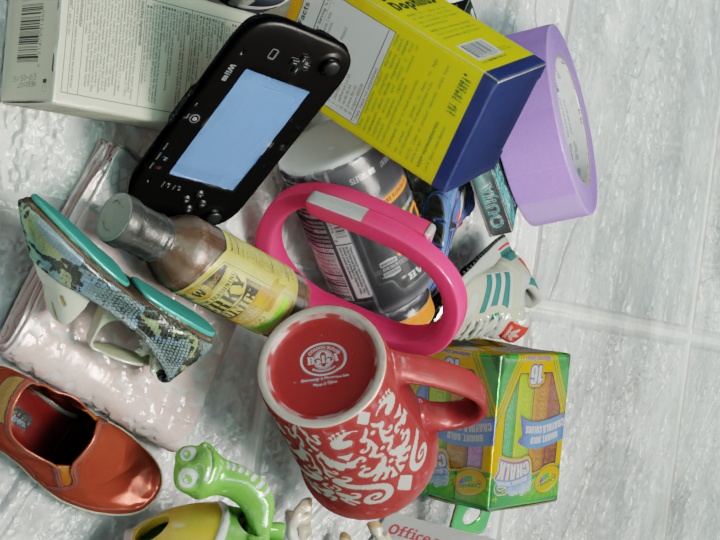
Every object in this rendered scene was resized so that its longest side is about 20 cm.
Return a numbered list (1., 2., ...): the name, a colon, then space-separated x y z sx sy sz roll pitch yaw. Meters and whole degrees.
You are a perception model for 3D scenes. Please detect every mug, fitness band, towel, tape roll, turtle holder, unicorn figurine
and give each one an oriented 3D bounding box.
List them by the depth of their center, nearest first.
1. turtle holder: -0.128 0.245 1.013 0.142 0.131 0.186 -86 -169 -46
2. towel: -0.176 0.025 1.031 0.200 0.032 0.192 40 66 -42
3. mug: 0.004 0.106 1.099 0.177 0.134 0.200 -38 151 -8
4. fitness band: 0.000 0.000 1.102 0.037 0.199 0.144 -54 162 -42
5. unicorn figurine: -0.042 0.284 1.156 0.198 0.074 0.138 13 51 -14
6. tape roll: 0.192 -0.151 1.330 0.200 0.065 0.202 -11 90 -71

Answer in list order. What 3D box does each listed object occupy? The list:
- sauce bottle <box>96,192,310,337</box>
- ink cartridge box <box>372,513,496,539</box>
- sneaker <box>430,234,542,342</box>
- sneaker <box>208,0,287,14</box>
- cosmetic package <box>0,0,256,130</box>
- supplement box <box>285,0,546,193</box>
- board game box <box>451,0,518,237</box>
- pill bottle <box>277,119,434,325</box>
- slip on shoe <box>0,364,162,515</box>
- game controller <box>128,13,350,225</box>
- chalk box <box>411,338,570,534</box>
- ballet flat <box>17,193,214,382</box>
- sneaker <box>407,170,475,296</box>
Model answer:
1. sauce bottle: -0.124 -0.004 1.015 0.199 0.064 0.065 29 73 -44
2. ink cartridge box: 0.049 0.349 1.230 0.201 0.147 0.086 -58 133 -27
3. sneaker: 0.129 0.039 1.294 0.093 0.070 0.200 48 36 2
4. sneaker: -0.114 -0.264 0.992 0.199 0.129 0.080 40 64 -43
5. cosmetic package: -0.169 -0.164 0.985 0.199 0.073 0.105 6 90 -48
6. supplement box: 0.037 -0.173 1.088 0.109 0.199 0.109 -29 150 -56
7. board game box: 0.118 -0.152 1.266 0.136 0.028 0.201 -68 141 -57
8. pill bottle: 0.006 -0.033 1.169 0.106 0.106 0.201 -44 125 -35
9. slip on shoe: -0.218 0.136 0.975 0.200 0.061 0.074 46 60 -42
10. game controller: -0.095 -0.111 0.973 0.104 0.042 0.200 5 135 -48
11. chalk box: 0.126 0.177 1.311 0.124 0.123 0.202 1 94 -47
12. ballet flat: -0.192 0.024 0.949 0.200 0.074 0.075 42 64 -36
13. sneaker: 0.080 -0.057 1.274 0.078 0.075 0.202 26 77 -49
